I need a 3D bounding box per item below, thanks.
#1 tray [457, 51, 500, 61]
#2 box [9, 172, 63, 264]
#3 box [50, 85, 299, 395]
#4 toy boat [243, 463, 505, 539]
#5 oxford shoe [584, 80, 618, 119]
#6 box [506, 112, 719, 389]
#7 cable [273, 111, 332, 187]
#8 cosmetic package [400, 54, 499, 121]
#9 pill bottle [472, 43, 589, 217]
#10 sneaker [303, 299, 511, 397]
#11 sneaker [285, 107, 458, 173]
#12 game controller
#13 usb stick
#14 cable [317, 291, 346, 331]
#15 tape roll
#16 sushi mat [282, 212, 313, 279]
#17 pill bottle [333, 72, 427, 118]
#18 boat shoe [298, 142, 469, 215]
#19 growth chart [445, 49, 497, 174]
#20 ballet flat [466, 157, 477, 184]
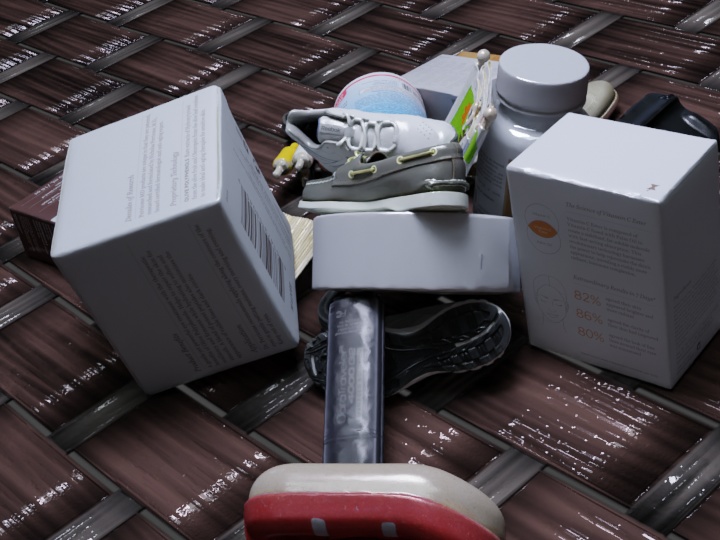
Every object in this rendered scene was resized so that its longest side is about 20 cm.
[{"bbox_3d":[0.125,-0.218,1.604,0.098,0.037,0.200,12,41,33],"label":"tray"},{"bbox_3d":[-0.303,-0.049,1.463,0.200,0.075,0.100,17,43,34],"label":"box"},{"bbox_3d":[-0.175,-0.029,1.235,0.171,0.199,0.200,-19,39,9],"label":"box"},{"bbox_3d":[0.009,0.219,0.942,0.199,0.131,0.131,-2,65,16],"label":"toy boat"},{"bbox_3d":[0.225,-0.190,1.494,0.200,0.074,0.071,-28,36,-22],"label":"oxford shoe"},{"bbox_3d":[0.231,-0.020,1.124,0.152,0.201,0.106,18,44,36],"label":"box"},{"bbox_3d":[-0.057,-0.161,1.553,0.097,0.050,0.200,-5,34,1],"label":"cable"},{"bbox_3d":[0.113,-0.209,1.470,0.082,0.051,0.200,-30,21,-12],"label":"cosmetic package"},{"bbox_3d":[0.176,-0.120,1.276,0.114,0.201,0.115,1,35,-1],"label":"pill bottle"},{"bbox_3d":[0.045,0.073,1.182,0.199,0.074,0.079,-12,4,10],"label":"sneaker"},{"bbox_3d":[0.007,-0.122,1.225,0.200,0.075,0.087,7,-8,42],"label":"sneaker"},{"bbox_3d":[0.316,-0.128,1.388,0.104,0.042,0.200,42,55,12],"label":"game controller"},{"bbox_3d":[-0.005,0.111,1.096,0.055,0.033,0.201,-9,58,17],"label":"usb stick"},{"bbox_3d":[0.000,0.000,1.338,0.097,0.050,0.200,5,46,-4],"label":"cable"},{"bbox_3d":[0.054,-0.014,1.199,0.202,0.071,0.202,2,-2,0],"label":"tape roll"},{"bbox_3d":[-0.114,0.013,1.324,0.095,0.012,0.200,13,52,33],"label":"sushi mat"},{"bbox_3d":[0.025,-0.135,1.388,0.108,0.109,0.200,-10,29,3],"label":"pill bottle"},{"bbox_3d":[0.019,-0.081,1.167,0.072,0.061,0.201,3,-3,-44],"label":"boat shoe"},{"bbox_3d":[0.099,-0.132,1.240,0.018,0.145,0.200,21,29,-8],"label":"growth chart"},{"bbox_3d":[0.162,-0.122,1.413,0.199,0.068,0.075,5,-7,27],"label":"ballet flat"}]
